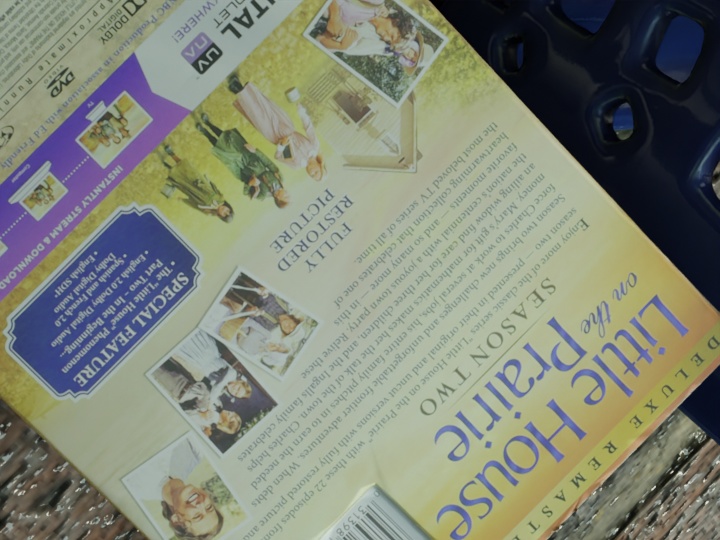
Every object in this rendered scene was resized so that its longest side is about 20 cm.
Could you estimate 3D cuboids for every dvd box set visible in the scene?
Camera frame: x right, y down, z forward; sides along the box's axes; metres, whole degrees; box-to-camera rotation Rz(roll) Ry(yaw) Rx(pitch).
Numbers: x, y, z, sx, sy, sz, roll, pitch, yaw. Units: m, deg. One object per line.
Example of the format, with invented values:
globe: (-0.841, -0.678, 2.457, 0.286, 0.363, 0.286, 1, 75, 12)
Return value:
dvd box set: (-0.021, -0.002, 0.670, 0.146, 0.029, 0.200, -45, 105, -1)

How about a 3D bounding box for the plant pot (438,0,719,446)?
plant pot: (0.158, -0.063, 0.778, 0.200, 0.200, 0.180, -5, 130, -47)
